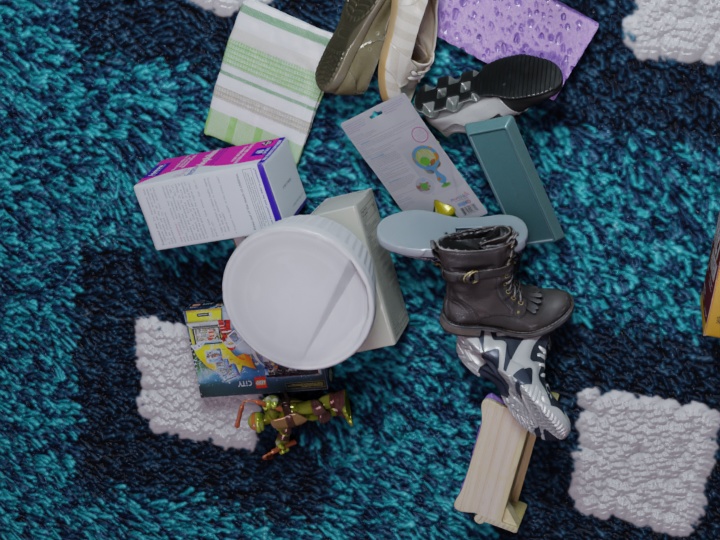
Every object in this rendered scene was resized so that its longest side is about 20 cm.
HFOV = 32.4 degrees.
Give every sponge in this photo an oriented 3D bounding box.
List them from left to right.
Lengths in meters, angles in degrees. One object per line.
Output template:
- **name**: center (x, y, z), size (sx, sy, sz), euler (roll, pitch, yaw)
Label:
- **sponge**: center (0.191, -0.314, 1.587), size (0.200, 0.030, 0.112), euler (29, 113, 2)

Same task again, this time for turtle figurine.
- **turtle figurine**: center (-0.094, 0.212, 1.790), size (0.161, 0.065, 0.200), euler (-10, 145, 2)

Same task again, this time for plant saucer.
- **plant saucer**: center (0.200, -0.111, 1.613), size (0.070, 0.019, 0.200), euler (-7, 127, 32)

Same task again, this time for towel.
- **towel**: center (-0.121, -0.253, 1.686), size (0.149, 0.031, 0.201), euler (24, 114, 7)

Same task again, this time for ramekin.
- **ramekin**: center (-0.070, 0.021, 1.606), size (0.202, 0.094, 0.203), euler (5, 114, 12)

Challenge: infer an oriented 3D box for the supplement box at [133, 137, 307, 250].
- **supplement box**: center (-0.191, -0.104, 1.692), size (0.199, 0.101, 0.104), euler (-10, 114, 21)

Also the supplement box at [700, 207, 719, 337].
- **supplement box**: center (0.544, -0.012, 1.544), size (0.199, 0.133, 0.198), euler (10, 110, 10)

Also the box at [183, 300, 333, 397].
- **box**: center (-0.148, 0.109, 1.798), size (0.199, 0.038, 0.137), euler (-5, 106, 15)

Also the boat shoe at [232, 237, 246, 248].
- **boat shoe**: center (-0.119, 0.010, 1.720), size (0.069, 0.071, 0.201), euler (-23, 79, 8)

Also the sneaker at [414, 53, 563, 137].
- **sneaker**: center (0.176, -0.217, 1.593), size (0.199, 0.074, 0.089), euler (-7, 143, 33)

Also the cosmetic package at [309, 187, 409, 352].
- **cosmetic package**: center (0.000, 0.000, 1.694), size (0.073, 0.104, 0.201), euler (-13, 103, 17)

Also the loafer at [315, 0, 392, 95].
- **loafer**: center (0.011, -0.316, 1.610), size (0.067, 0.076, 0.200), euler (21, 106, -39)

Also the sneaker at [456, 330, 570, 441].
- **sneaker**: center (0.237, 0.127, 1.660), size (0.199, 0.129, 0.080), euler (42, 151, 32)

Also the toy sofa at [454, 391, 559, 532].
- **toy sofa**: center (0.205, 0.256, 1.738), size (0.097, 0.083, 0.201), euler (17, 111, 12)

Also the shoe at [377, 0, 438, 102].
- **shoe**: center (0.065, -0.287, 1.581), size (0.053, 0.070, 0.201), euler (27, 132, 24)

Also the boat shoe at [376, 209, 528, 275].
- **boat shoe**: center (0.120, -0.024, 1.646), size (0.199, 0.071, 0.091), euler (2, 142, 1)

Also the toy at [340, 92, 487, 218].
- **toy**: center (0.077, -0.144, 1.653), size (0.115, 0.047, 0.200), euler (-21, 111, 38)

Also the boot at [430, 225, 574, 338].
- **boot**: center (0.187, 0.010, 1.597), size (0.199, 0.069, 0.174), euler (-7, 138, -5)
